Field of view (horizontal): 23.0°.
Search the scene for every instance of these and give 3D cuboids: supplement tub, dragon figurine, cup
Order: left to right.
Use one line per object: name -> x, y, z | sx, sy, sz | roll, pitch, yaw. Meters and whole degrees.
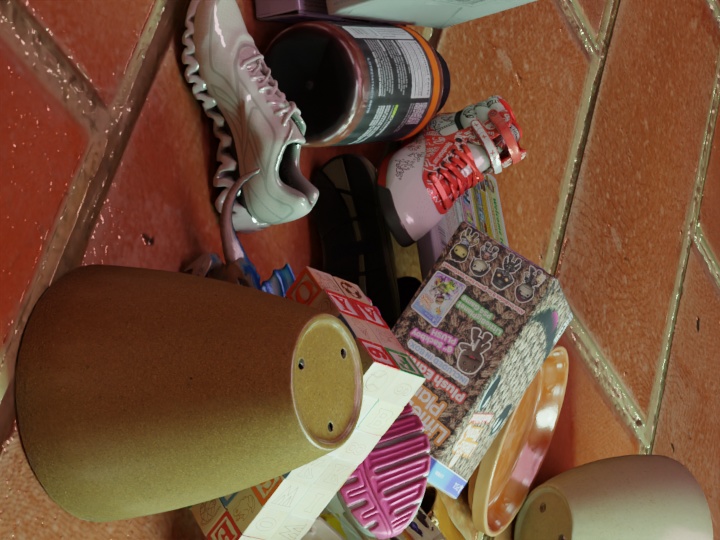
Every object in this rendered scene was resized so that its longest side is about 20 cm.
dragon figurine -> -0.089, 0.023, 1.406 | 0.099, 0.059, 0.201 | 5, 86, -61
supplement tub -> 0.003, -0.163, 1.541 | 0.200, 0.106, 0.108 | -11, 95, -60
cup -> 0.244, 0.281, 1.829 | 0.143, 0.200, 0.202 | 12, 74, -30

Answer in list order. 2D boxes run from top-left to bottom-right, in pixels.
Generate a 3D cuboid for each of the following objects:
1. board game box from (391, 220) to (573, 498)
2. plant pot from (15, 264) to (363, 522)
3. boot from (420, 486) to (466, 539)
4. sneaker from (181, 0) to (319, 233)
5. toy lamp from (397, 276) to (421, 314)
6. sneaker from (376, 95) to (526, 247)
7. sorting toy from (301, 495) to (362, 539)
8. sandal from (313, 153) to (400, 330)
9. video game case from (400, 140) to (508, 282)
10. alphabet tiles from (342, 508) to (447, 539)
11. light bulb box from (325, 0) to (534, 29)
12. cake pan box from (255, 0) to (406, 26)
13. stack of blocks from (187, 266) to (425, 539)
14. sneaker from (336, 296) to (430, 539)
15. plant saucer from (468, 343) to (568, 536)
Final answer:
board game box -> 0.085, 0.081, 1.529 | 0.201, 0.097, 0.159 | -57, 163, -3
plant pot -> -0.105, 0.080, 1.240 | 0.186, 0.199, 0.188 | 15, 72, -57
boot -> 0.048, 0.303, 1.601 | 0.145, 0.070, 0.201 | 63, 34, -23
sneaker -> -0.085, -0.131, 1.417 | 0.075, 0.081, 0.201 | -32, 112, -54
toy lamp -> 0.084, 0.079, 1.692 | 0.200, 0.058, 0.059 | 44, 50, -44
sneaker -> 0.085, -0.095, 1.566 | 0.067, 0.107, 0.202 | 64, 23, -19
sorting toy -> -0.011, 0.212, 1.485 | 0.200, 0.106, 0.181 | 46, 34, -31
sandal -> 0.001, -0.001, 1.549 | 0.057, 0.079, 0.202 | 22, 66, -71
video game case -> 0.098, -0.035, 1.713 | 0.182, 0.022, 0.201 | 33, 42, -52
alphabet tiles -> 0.055, 0.246, 1.431 | 0.167, 0.006, 0.200 | 49, 13, 6
light bulb box -> 0.052, -0.323, 1.516 | 0.198, 0.124, 0.201 | -7, 86, -59
cake pan box -> -0.031, -0.307, 1.557 | 0.200, 0.052, 0.185 | -8, 91, -59
stack of blocks -> -0.053, 0.113, 1.331 | 0.058, 0.115, 0.200 | 20, 113, -44
sneaker -> 0.000, 0.121, 1.410 | 0.088, 0.081, 0.201 | 108, -28, -62
plant saucer -> 0.153, 0.165, 1.757 | 0.200, 0.032, 0.201 | -52, 153, -40
